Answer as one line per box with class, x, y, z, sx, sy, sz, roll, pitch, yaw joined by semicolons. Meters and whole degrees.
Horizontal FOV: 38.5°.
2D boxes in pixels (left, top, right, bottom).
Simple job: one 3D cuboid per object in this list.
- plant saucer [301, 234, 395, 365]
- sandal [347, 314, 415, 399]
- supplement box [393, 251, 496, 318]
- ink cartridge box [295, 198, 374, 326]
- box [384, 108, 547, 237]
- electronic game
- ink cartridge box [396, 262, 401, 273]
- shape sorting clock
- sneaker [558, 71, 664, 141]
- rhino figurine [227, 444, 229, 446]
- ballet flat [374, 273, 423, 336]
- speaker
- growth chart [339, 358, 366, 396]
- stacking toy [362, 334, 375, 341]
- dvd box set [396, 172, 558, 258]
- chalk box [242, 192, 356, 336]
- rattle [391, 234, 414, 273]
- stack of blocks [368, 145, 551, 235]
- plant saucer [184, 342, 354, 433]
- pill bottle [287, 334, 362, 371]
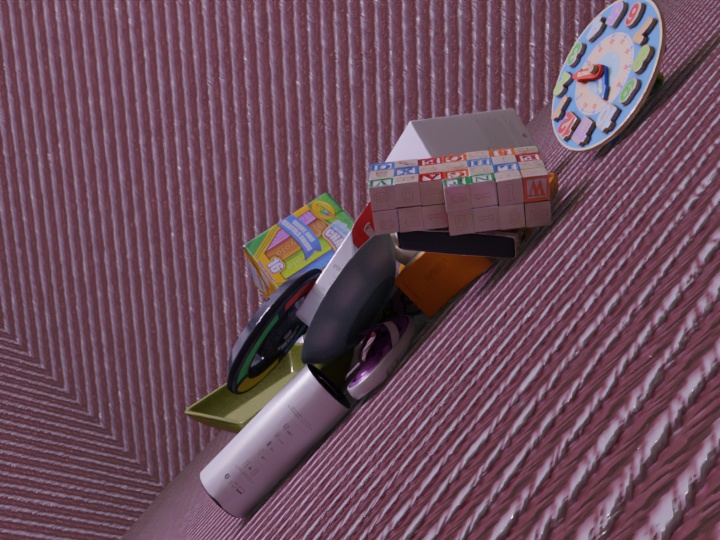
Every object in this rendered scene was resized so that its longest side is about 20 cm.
plant saucer;-0.003;0.045;1.317;0.201;0.039;0.201;-52;-16;-21
sandal;0.023;0.093;1.307;0.082;0.050;0.203;-37;9;20
supplement box;0.136;-0.038;1.372;0.126;0.074;0.200;-44;4;34
ink cartridge box;0.000;0.000;1.392;0.201;0.050;0.161;-54;-15;-2
box;0.142;-0.141;1.509;0.199;0.107;0.153;-11;-28;-33
electronic game;-0.110;0.082;1.372;0.200;0.041;0.200;-50;-12;-15
ink cartridge box;0.073;-0.040;1.793;0.086;0.146;0.200;-46;2;0
shape sorting clock;0.297;-0.241;1.261;0.200;0.039;0.202;-48;34;48
sneaker;0.322;-0.211;1.335;0.200;0.073;0.084;149;138;-67
rhino figurine;-0.149;0.261;1.526;0.087;0.060;0.200;-21;-20;-50
ballet flat;0.056;0.041;1.461;0.069;0.072;0.200;-22;-7;-20
speaker;-0.105;0.212;1.289;0.200;0.081;0.081;-46;1;4
growth chart;-0.012;0.155;1.423;0.200;0.018;0.145;-47;1;-29
stacking toy;0.020;0.054;1.683;0.146;0.146;0.200;-46;17;-12
dvd box set;0.145;-0.073;1.248;0.145;0.030;0.200;5;28;25
chalk box;-0.054;-0.019;1.534;0.199;0.124;0.125;-33;-27;-15
rattle;0.085;0.016;1.563;0.143;0.129;0.201;-56;24;22
stack of blocks;0.111;-0.088;1.176;0.198;0.059;0.115;-6;23;5
plant saucer;-0.121;0.172;1.439;0.199;0.048;0.199;-32;15;-29
pill bottle;-0.093;0.162;1.620;0.200;0.114;0.114;-45;1;32
